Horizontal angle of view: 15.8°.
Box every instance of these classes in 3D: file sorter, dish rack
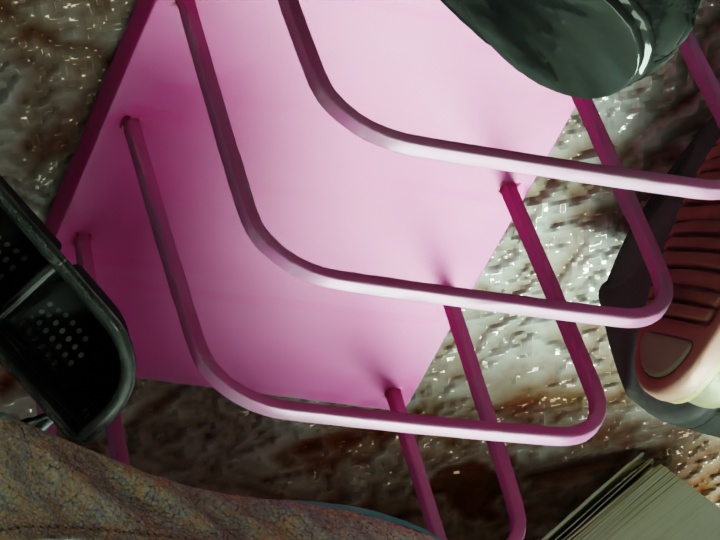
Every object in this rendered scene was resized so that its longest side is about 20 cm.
[{"bbox_3d":[0.000,0.000,0.734,0.138,0.126,0.200,8,131,-24],"label":"file sorter"},{"bbox_3d":[-0.171,0.031,0.700,0.200,0.055,0.154,-41,92,10],"label":"dish rack"}]

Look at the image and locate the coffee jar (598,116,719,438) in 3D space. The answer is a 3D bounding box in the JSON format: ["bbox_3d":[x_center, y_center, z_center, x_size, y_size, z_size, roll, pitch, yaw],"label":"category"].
[{"bbox_3d":[0.180,0.010,0.828,0.199,0.086,0.104,9,137,-25],"label":"coffee jar"}]

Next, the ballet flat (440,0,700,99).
[{"bbox_3d":[0.008,-0.123,0.639,0.200,0.057,0.066,46,133,-15],"label":"ballet flat"}]

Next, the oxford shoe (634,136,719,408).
[{"bbox_3d":[0.152,-0.036,0.723,0.074,0.071,0.200,38,85,-18],"label":"oxford shoe"}]

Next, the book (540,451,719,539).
[{"bbox_3d":[0.040,0.165,0.889,0.200,0.048,0.134,-33,152,-40],"label":"book"}]

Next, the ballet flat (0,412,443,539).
[{"bbox_3d":[-0.042,0.092,0.673,0.199,0.067,0.068,17,126,-31],"label":"ballet flat"}]
